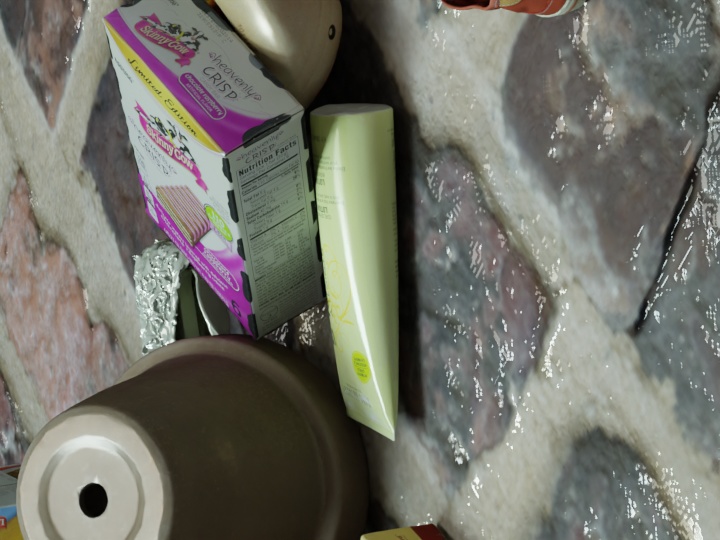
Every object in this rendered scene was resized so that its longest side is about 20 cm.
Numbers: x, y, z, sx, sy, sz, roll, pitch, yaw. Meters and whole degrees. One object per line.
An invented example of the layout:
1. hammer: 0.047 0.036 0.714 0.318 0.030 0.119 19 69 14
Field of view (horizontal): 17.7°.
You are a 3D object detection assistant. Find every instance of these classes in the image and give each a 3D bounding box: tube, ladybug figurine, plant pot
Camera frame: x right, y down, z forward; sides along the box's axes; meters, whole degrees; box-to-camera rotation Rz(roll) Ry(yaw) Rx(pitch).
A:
1. tube: 0.000 0.000 1.406 0.052 0.058 0.200 0 102 19
2. ladybug figurine: -0.069 -0.160 1.448 0.136 0.072 0.200 64 161 -18
3. plant pot: -0.118 0.136 1.434 0.200 0.175 0.200 -2 86 27

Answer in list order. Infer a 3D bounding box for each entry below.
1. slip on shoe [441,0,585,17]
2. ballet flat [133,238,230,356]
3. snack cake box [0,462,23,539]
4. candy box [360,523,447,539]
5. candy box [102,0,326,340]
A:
1. slip on shoe: 0.050 -0.178 1.272 0.200 0.061 0.074 30 122 57
2. ballet flat: -0.116 0.072 1.608 0.072 0.072 0.200 -22 76 60
3. snack cake box: -0.227 0.182 1.679 0.115 0.200 0.067 12 106 59
4. candy box: 0.034 0.267 1.383 0.117 0.056 0.200 44 130 50
5. candy box: -0.088 -0.066 1.437 0.136 0.061 0.200 48 159 30
